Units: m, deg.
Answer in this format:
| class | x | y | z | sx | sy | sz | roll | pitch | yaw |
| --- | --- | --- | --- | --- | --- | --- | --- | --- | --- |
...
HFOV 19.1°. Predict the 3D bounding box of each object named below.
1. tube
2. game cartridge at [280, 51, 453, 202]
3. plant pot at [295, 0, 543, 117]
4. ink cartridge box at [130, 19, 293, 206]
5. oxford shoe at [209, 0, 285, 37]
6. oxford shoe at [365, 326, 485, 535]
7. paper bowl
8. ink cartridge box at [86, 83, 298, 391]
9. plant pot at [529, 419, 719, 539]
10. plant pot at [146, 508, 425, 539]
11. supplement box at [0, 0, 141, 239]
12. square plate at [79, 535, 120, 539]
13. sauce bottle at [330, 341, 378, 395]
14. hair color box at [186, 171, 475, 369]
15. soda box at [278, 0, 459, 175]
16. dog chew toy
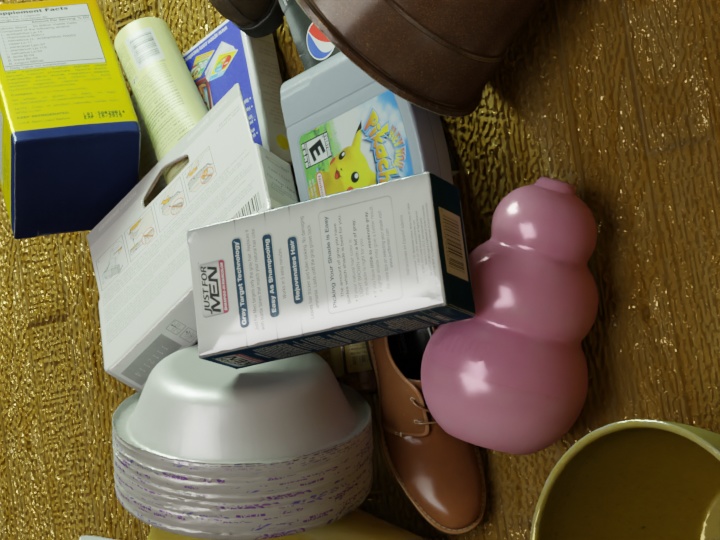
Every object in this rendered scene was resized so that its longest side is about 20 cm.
| class | x | y | z | sx | sy | sz | roll | pitch | yaw |
| --- | --- | --- | --- | --- | --- | --- | --- | --- | --- |
| tube | -0.154 | -0.125 | 1.801 | 0.058 | 0.052 | 0.200 | 98 | 152 | -54 |
| game cartridge | 0.008 | -0.074 | 1.621 | 0.133 | 0.040 | 0.201 | -23 | 72 | 37 |
| plant pot | 0.074 | -0.251 | 1.563 | 0.198 | 0.200 | 0.201 | -45 | 61 | 26 |
| ink cartridge box | -0.135 | -0.091 | 1.834 | 0.197 | 0.047 | 0.201 | -31 | 60 | 38 |
| oxford shoe | -0.096 | -0.302 | 1.773 | 0.073 | 0.084 | 0.201 | -14 | 67 | 31 |
| oxford shoe | 0.049 | 0.109 | 1.645 | 0.071 | 0.071 | 0.201 | 152 | 99 | -81 |
| paper bowl | -0.090 | 0.119 | 1.632 | 0.200 | 0.200 | 0.105 | 15 | 115 | 42 |
| ink cartridge box | -0.136 | -0.028 | 1.718 | 0.200 | 0.045 | 0.176 | -43 | 35 | 22 |
| plant pot | 0.235 | 0.195 | 1.444 | 0.200 | 0.142 | 0.201 | 2 | 93 | 43 |
| plant pot | -0.047 | 0.256 | 1.692 | 0.188 | 0.201 | 0.202 | 7 | 97 | 28 |
| supplement box | -0.263 | -0.135 | 1.850 | 0.200 | 0.108 | 0.110 | -112 | 22 | -44 |
| square plate | -0.152 | 0.316 | 1.793 | 0.028 | 0.198 | 0.201 | -25 | 73 | 16 |
| sauce bottle | 0.000 | 0.000 | 1.716 | 0.066 | 0.066 | 0.201 | -9 | 85 | 43 |
| hair color box | -0.023 | 0.002 | 1.550 | 0.199 | 0.060 | 0.100 | -12 | 75 | 23 |
| soda box | 0.005 | -0.152 | 1.701 | 0.063 | 0.071 | 0.201 | -34 | 68 | 40 |
| dog chew toy | 0.119 | 0.030 | 1.570 | 0.124 | 0.124 | 0.201 | 19 | 97 | 42 |
